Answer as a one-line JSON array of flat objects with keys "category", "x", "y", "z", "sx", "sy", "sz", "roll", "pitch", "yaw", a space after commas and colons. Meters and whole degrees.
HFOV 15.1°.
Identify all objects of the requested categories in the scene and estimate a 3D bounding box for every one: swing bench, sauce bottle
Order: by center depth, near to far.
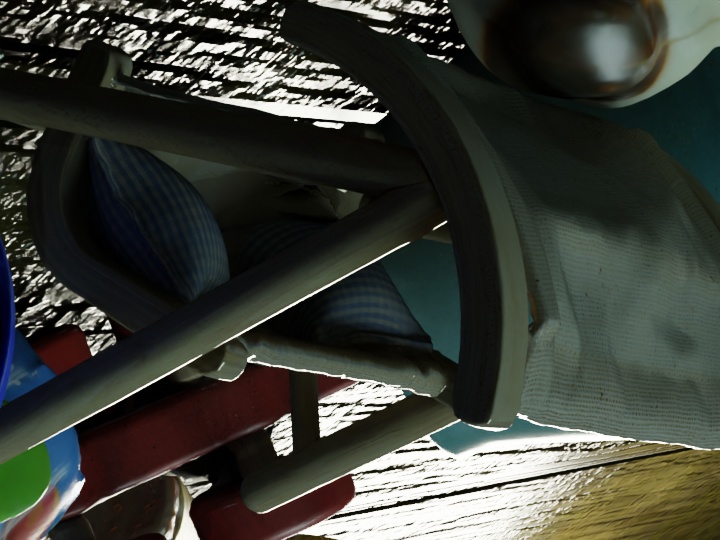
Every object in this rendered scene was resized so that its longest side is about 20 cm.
[{"category": "swing bench", "x": 0.000, "y": 0.000, "z": 0.817, "sx": 0.199, "sy": 0.130, "sz": 0.199, "roll": -8, "pitch": 169, "yaw": 28}, {"category": "sauce bottle", "x": -0.103, "y": 0.127, "z": 1.287, "sx": 0.066, "sy": 0.066, "sz": 0.200, "roll": -33, "pitch": 165, "yaw": -3}]

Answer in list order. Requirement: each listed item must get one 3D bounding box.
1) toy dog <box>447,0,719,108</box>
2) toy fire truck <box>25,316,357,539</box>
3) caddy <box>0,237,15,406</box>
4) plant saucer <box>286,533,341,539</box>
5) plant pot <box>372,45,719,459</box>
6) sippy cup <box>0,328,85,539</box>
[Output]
[{"category": "toy dog", "x": 0.118, "y": -0.127, "z": 0.866, "sx": 0.200, "sy": 0.140, "sz": 0.194, "roll": -36, "pitch": 151, "yaw": 3}, {"category": "toy fire truck", "x": -0.104, "y": 0.070, "z": 1.080, "sx": 0.199, "sy": 0.113, "sz": 0.168, "roll": -25, "pitch": -174, "yaw": -28}, {"category": "caddy", "x": -0.186, "y": 0.027, "z": 0.690, "sx": 0.200, "sy": 0.142, "sz": 0.105, "roll": -33, "pitch": 159, "yaw": -5}, {"category": "plant saucer", "x": -0.105, "y": 0.223, "z": 1.587, "sx": 0.200, "sy": 0.049, "sz": 0.200, "roll": -44, "pitch": 162, "yaw": 31}, {"category": "plant pot", "x": 0.095, "y": -0.021, "z": 1.051, "sx": 0.187, "sy": 0.201, "sz": 0.200, "roll": -21, "pitch": 166, "yaw": 9}, {"category": "sippy cup", "x": -0.167, "y": 0.073, "z": 0.899, "sx": 0.130, "sy": 0.177, "sz": 0.140, "roll": -37, "pitch": 140, "yaw": -34}]
